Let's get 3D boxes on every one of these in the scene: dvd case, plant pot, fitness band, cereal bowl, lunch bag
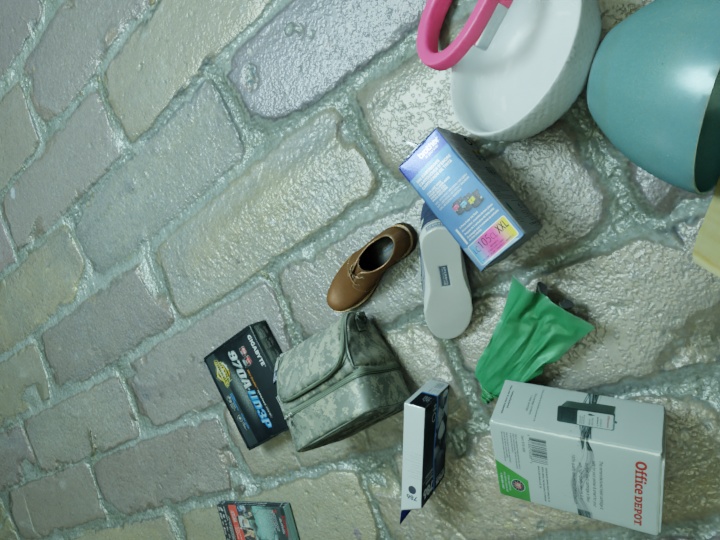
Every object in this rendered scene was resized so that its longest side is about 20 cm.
[{"bbox_3d":[-0.206,0.548,1.124,0.198,0.022,0.148,-15,92,34],"label":"dvd case"},{"bbox_3d":[0.317,-0.195,0.559,0.134,0.198,0.203,27,114,39],"label":"plant pot"},{"bbox_3d":[0.135,-0.348,0.679,0.202,0.037,0.144,-62,34,23],"label":"fitness band"},{"bbox_3d":[0.201,-0.248,0.650,0.199,0.082,0.203,-28,56,53],"label":"cereal bowl"},{"bbox_3d":[-0.041,0.177,0.885,0.199,0.138,0.170,-36,65,31],"label":"lunch bag"}]

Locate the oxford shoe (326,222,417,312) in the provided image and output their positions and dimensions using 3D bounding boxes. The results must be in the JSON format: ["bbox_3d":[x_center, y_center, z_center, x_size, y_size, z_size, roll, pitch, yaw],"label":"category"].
[{"bbox_3d":[0.000,0.000,0.856,0.072,0.071,0.200,49,122,11],"label":"oxford shoe"}]

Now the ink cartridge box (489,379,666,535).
[{"bbox_3d":[0.278,0.234,0.700,0.197,0.083,0.148,5,124,30],"label":"ink cartridge box"}]

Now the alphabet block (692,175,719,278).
[{"bbox_3d":[0.445,-0.053,0.462,0.192,0.200,0.199,15,108,6],"label":"alphabet block"}]

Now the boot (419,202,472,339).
[{"bbox_3d":[0.122,-0.002,0.787,0.071,0.091,0.202,-3,126,7],"label":"boot"}]

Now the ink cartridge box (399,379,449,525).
[{"bbox_3d":[0.098,0.280,0.835,0.039,0.099,0.204,9,105,28],"label":"ink cartridge box"}]

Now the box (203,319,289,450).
[{"bbox_3d":[-0.198,0.219,1.036,0.158,0.046,0.202,-33,82,32],"label":"box"}]

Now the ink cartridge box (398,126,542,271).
[{"bbox_3d":[0.136,-0.106,0.710,0.076,0.136,0.201,-40,78,25],"label":"ink cartridge box"}]

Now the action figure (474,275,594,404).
[{"bbox_3d":[0.216,0.113,0.755,0.118,0.054,0.202,37,123,19],"label":"action figure"}]
